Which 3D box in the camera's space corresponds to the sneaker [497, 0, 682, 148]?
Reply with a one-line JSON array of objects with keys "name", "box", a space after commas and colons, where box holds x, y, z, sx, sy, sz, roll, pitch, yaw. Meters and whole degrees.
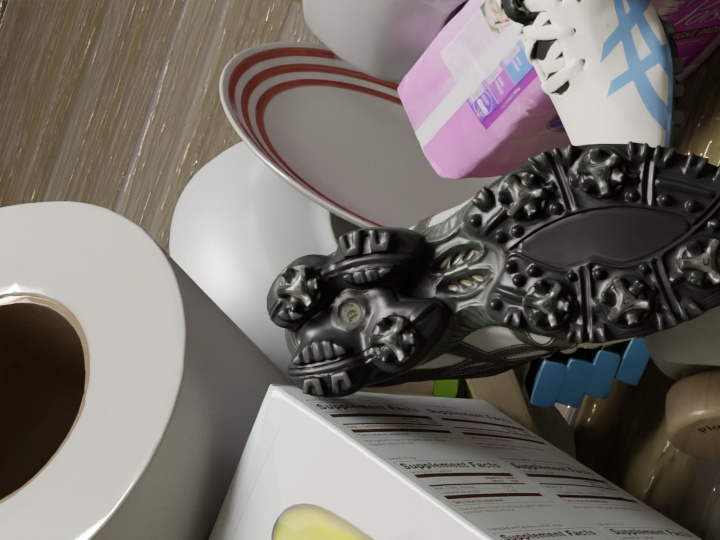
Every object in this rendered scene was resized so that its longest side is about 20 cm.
[{"name": "sneaker", "box": [0.077, -0.119, 0.719, 0.072, 0.072, 0.200, 145, 109, -70]}]

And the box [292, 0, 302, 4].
[{"name": "box", "box": [0.020, -0.274, 1.202, 0.200, 0.097, 0.176, 3, 78, 66]}]

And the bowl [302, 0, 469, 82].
[{"name": "bowl", "box": [0.071, -0.175, 0.914, 0.200, 0.075, 0.200, -33, -8, -9]}]

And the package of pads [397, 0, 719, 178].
[{"name": "package of pads", "box": [0.119, -0.124, 0.840, 0.200, 0.120, 0.076, -46, 67, 46]}]

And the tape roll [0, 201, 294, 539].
[{"name": "tape roll", "box": [-0.131, 0.089, 0.785, 0.202, 0.139, 0.203, -15, 52, 20]}]

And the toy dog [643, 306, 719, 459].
[{"name": "toy dog", "box": [0.164, -0.004, 0.689, 0.200, 0.096, 0.132, -57, 32, 36]}]

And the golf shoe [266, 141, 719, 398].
[{"name": "golf shoe", "box": [0.066, 0.000, 0.695, 0.200, 0.094, 0.078, -12, 82, 19]}]

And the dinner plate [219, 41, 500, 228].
[{"name": "dinner plate", "box": [0.017, -0.060, 0.929, 0.200, 0.200, 0.024, -108, 35, -53]}]

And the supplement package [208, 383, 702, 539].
[{"name": "supplement package", "box": [0.040, 0.175, 0.703, 0.200, 0.147, 0.192, 31, 104, 40]}]

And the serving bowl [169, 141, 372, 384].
[{"name": "serving bowl", "box": [0.000, 0.000, 0.935, 0.066, 0.200, 0.200, -44, 36, 40]}]

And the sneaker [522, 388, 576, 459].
[{"name": "sneaker", "box": [0.067, 0.158, 0.850, 0.072, 0.072, 0.200, 119, 161, -74]}]

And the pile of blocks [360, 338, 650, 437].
[{"name": "pile of blocks", "box": [0.075, 0.033, 0.826, 0.062, 0.200, 0.082, -97, -12, -72]}]
